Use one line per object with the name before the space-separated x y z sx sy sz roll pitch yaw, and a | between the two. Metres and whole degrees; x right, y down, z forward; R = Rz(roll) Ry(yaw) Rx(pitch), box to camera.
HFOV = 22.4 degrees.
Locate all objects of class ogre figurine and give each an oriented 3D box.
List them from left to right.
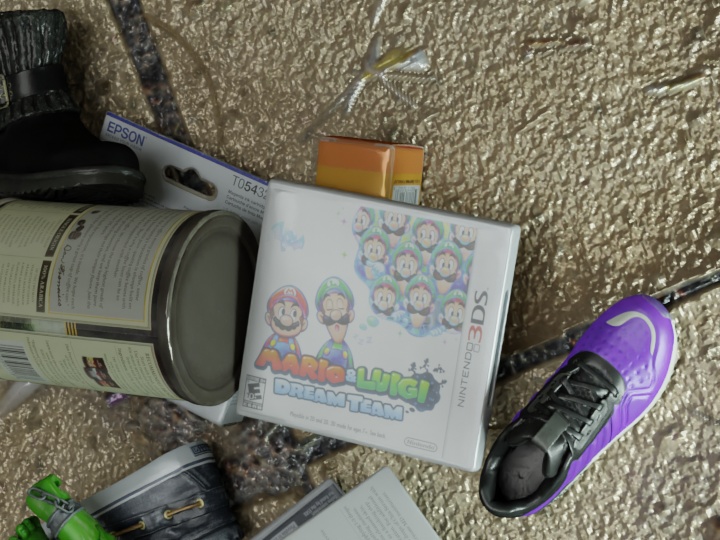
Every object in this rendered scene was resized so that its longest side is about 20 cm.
ogre figurine | -0.225 0.273 1.446 0.119 0.098 0.202 15 85 22

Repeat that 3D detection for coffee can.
coffee can | -0.193 0.021 1.400 0.199 0.146 0.148 5 94 26

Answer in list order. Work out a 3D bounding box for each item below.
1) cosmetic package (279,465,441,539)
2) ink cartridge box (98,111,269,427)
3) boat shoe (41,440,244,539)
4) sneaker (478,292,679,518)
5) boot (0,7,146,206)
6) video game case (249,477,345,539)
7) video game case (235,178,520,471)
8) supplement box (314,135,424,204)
cosmetic package | -0.031 0.249 1.366 0.199 0.071 0.102 -34 74 -10
ink cartridge box | -0.152 -0.003 1.483 0.195 0.043 0.201 25 100 24
boat shoe | -0.191 0.224 1.494 0.200 0.071 0.091 -32 75 21
sneaker | 0.153 0.106 1.308 0.069 0.099 0.201 40 108 16
boot | -0.246 -0.135 1.469 0.210 0.079 0.159 4 87 44
video game case | -0.045 0.291 1.402 0.200 0.023 0.182 -37 75 -11
video game case | 0.010 0.038 1.347 0.199 0.024 0.184 12 98 22
supplement box | 0.000 0.000 1.398 0.066 0.069 0.202 9 95 25
